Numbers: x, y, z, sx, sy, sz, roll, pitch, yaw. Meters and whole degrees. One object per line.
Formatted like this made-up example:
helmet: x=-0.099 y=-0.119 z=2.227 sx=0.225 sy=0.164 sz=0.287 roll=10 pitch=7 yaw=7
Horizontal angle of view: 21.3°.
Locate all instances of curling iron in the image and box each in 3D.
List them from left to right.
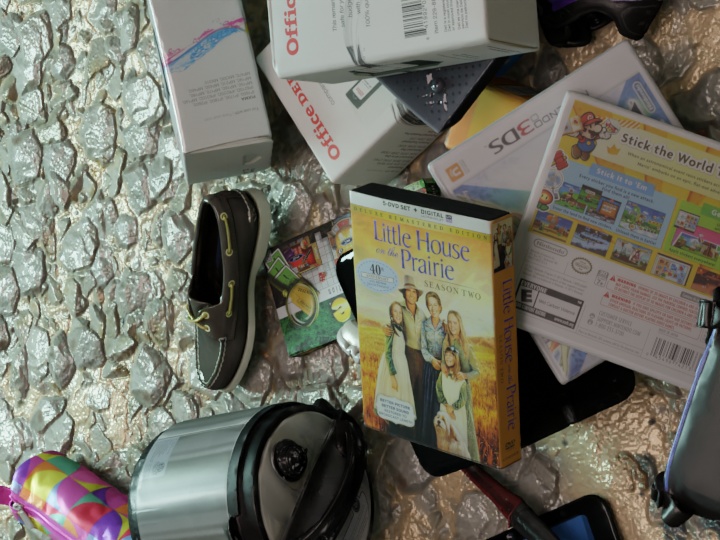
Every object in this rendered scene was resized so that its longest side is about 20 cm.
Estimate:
curling iron: x=0.125 y=0.197 z=1.592 sx=0.026 sy=0.050 sz=0.200 roll=-41 pitch=50 yaw=-3

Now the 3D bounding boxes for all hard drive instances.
hard drive: x=0.045 y=-0.221 z=1.548 sx=0.200 sy=0.042 sz=0.135 roll=49 pitch=116 yaw=24

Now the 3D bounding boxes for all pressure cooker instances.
pressure cooker: x=-0.085 y=0.208 z=1.688 sx=0.199 sy=0.178 sz=0.177 roll=-14 pitch=81 yaw=38

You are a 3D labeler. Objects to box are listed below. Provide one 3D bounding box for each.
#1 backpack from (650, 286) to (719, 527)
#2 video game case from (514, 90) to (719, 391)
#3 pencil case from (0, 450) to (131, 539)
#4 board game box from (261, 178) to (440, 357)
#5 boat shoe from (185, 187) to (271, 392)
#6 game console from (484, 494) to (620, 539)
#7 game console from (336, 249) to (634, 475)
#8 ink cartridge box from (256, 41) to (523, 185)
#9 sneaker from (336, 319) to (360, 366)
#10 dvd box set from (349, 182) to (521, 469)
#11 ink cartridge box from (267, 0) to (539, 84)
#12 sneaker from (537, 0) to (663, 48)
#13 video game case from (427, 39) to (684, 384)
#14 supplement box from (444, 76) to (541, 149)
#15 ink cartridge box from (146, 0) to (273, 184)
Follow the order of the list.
backpack: x=0.325 y=0.101 z=1.354 sx=0.147 sy=0.200 sz=0.184 roll=20 pitch=103 yaw=33
video game case: x=0.219 y=-0.017 z=1.436 sx=0.199 sy=0.023 sz=0.183 roll=20 pitch=95 yaw=7
pencil case: x=-0.265 y=0.252 z=1.888 sx=0.200 sy=0.088 sz=0.089 roll=24 pitch=106 yaw=33
board game box: x=0.000 y=0.000 z=1.711 sx=0.200 sy=0.023 sz=0.105 roll=-24 pitch=80 yaw=36
boat shoe: x=-0.133 y=0.020 z=1.774 sx=0.072 sy=0.060 sz=0.202 roll=31 pitch=118 yaw=48
game console: x=0.130 y=0.305 z=1.572 sx=0.200 sy=0.176 sz=0.117 roll=-31 pitch=102 yaw=35
game console: x=0.098 y=0.043 z=1.545 sx=0.175 sy=0.116 sz=0.201 roll=-24 pitch=88 yaw=-6
ink cartridge box: x=0.026 y=-0.188 z=1.640 sx=0.200 sy=0.084 sz=0.146 roll=-43 pitch=68 yaw=28
sneaker: x=0.073 y=0.067 z=1.633 sx=0.199 sy=0.075 sz=0.081 roll=16 pitch=94 yaw=28
dvd box set: x=0.057 y=0.041 z=1.466 sx=0.146 sy=0.029 sz=0.201 roll=15 pitch=117 yaw=41
ink cartridge box: x=0.029 y=-0.230 z=1.481 sx=0.199 sy=0.084 sz=0.147 roll=-5 pitch=88 yaw=34
sneaker: x=0.156 y=-0.233 z=1.549 sx=0.200 sy=0.069 sz=0.100 roll=20 pitch=106 yaw=36
video game case: x=0.179 y=-0.044 z=1.462 sx=0.182 sy=0.022 sz=0.200 roll=-32 pitch=89 yaw=7
supplement box: x=0.168 y=-0.096 z=1.550 sx=0.200 sy=0.069 sz=0.067 roll=29 pitch=110 yaw=35
ink cartridge box: x=-0.140 y=-0.192 z=1.723 sx=0.085 sy=0.148 sz=0.201 roll=-11 pitch=82 yaw=-5
